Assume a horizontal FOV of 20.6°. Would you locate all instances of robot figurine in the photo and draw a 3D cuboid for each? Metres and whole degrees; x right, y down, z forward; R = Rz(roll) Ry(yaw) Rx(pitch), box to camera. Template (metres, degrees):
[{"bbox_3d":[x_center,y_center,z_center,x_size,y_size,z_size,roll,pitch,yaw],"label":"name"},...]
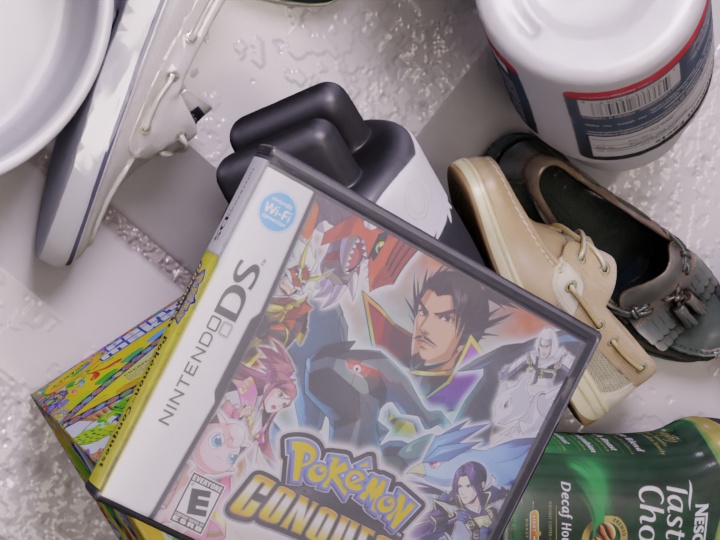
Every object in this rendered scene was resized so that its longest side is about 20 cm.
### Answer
[{"bbox_3d":[-0.002,0.001,1.068,0.150,0.124,0.201,-45,120,-26],"label":"robot figurine"}]

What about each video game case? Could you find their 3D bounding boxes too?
[{"bbox_3d":[-0.004,0.066,0.946,0.199,0.025,0.182,29,86,-21],"label":"video game case"}]

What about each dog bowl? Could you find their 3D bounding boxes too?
[{"bbox_3d":[-0.231,-0.143,1.012,0.198,0.079,0.202,-3,99,-19],"label":"dog bowl"}]

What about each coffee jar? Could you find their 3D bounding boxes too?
[{"bbox_3d":[0.154,0.143,1.185,0.198,0.085,0.105,-3,99,-19],"label":"coffee jar"}]

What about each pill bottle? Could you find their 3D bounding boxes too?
[{"bbox_3d":[0.132,-0.125,1.072,0.118,0.200,0.121,-3,76,10],"label":"pill bottle"}]

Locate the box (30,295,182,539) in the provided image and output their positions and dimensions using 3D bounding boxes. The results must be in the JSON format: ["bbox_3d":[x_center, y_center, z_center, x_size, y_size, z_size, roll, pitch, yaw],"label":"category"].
[{"bbox_3d":[-0.059,0.132,1.052,0.121,0.192,0.201,-33,106,-13],"label":"box"}]

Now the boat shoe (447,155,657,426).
[{"bbox_3d":[0.111,0.003,1.124,0.065,0.072,0.201,-31,125,2],"label":"boat shoe"}]

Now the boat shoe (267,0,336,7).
[{"bbox_3d":[-0.076,-0.209,1.063,0.199,0.066,0.075,40,83,-20],"label":"boat shoe"}]

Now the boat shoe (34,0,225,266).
[{"bbox_3d":[-0.114,-0.090,1.057,0.069,0.071,0.202,19,98,-19],"label":"boat shoe"}]

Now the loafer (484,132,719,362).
[{"bbox_3d":[0.154,-0.005,1.175,0.199,0.063,0.072,38,85,-20],"label":"loafer"}]
